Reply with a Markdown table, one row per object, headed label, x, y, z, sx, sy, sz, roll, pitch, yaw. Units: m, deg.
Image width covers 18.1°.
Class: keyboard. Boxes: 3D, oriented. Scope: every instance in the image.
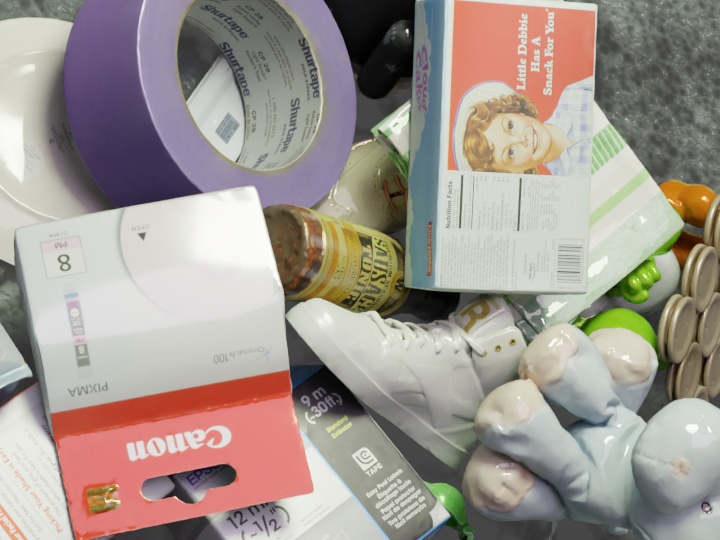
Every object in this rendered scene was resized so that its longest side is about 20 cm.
| label | x | y | z | sx | sy | sz | roll | pitch | yaw |
| --- | --- | --- | --- | --- | --- | --- | --- | --- | --- |
| keyboard | -0.102 | -0.108 | 1.630 | 0.056 | 0.011 | 0.200 | 50 | 50 | -24 |

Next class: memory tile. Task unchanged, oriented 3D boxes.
| label | x | y | z | sx | sy | sz | roll | pitch | yaw |
| --- | --- | --- | --- | --- | --- | --- | --- | --- | --- |
| memory tile | 0.267 | 0.021 | 1.704 | 0.017 | 0.154 | 0.200 | 12 | 53 | 25 |

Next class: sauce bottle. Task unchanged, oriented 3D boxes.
| label | x | y | z | sx | sy | sz | roll | pitch | yaw |
| --- | --- | --- | --- | --- | --- | --- | --- | --- | --- |
| sauce bottle | 0.000 | 0.000 | 1.572 | 0.200 | 0.066 | 0.066 | 13 | 59 | -52 |

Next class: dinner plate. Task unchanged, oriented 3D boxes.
| label | x | y | z | sx | sy | sz | roll | pitch | yaw |
| --- | --- | --- | --- | --- | --- | --- | --- | --- | --- |
| dinner plate | -0.209 | -0.091 | 1.575 | 0.199 | 0.024 | 0.201 | 10 | 64 | -21 |

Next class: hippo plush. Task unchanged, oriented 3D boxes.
| label | x | y | z | sx | sy | sz | roll | pitch | yaw |
| --- | --- | --- | --- | --- | --- | --- | --- | --- | --- |
| hippo plush | 0.173 | 0.146 | 1.521 | 0.159 | 0.161 | 0.201 | -17 | 119 | -32 |

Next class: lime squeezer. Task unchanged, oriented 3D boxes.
| label | x | y | z | sx | sy | sz | roll | pitch | yaw |
| --- | --- | --- | --- | --- | --- | --- | --- | --- | --- |
| lime squeezer | 0.049 | 0.192 | 1.568 | 0.070 | 0.038 | 0.201 | -14 | 76 | -30 |

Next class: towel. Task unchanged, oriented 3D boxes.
| label | x | y | z | sx | sy | sz | roll | pitch | yaw |
| --- | --- | --- | --- | --- | --- | --- | --- | --- | --- |
| towel | 0.120 | -0.064 | 1.599 | 0.152 | 0.023 | 0.200 | -40 | 102 | -13 |

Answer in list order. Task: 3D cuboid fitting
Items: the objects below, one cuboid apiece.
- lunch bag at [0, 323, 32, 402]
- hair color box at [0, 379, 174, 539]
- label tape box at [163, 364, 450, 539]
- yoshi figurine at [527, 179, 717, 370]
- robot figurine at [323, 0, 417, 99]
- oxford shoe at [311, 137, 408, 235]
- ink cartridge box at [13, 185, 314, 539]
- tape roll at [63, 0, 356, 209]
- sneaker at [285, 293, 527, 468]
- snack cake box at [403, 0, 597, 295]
| label | x | y | z | sx | sy | sz | roll | pitch | yaw |
| --- | --- | --- | --- | --- | --- | --- | --- | --- | --- |
| lunch bag | -0.336 | 0.053 | 1.389 | 0.200 | 0.127 | 0.170 | -32 | 86 | -43 |
| hair color box | -0.230 | 0.157 | 1.430 | 0.200 | 0.064 | 0.111 | -36 | 86 | -35 |
| label tape box | -0.059 | 0.136 | 1.512 | 0.143 | 0.066 | 0.200 | -35 | 82 | -30 |
| yoshi figurine | 0.208 | 0.026 | 1.682 | 0.112 | 0.112 | 0.200 | 50 | 59 | -6 |
| robot figurine | 0.032 | -0.212 | 1.641 | 0.150 | 0.200 | 0.125 | -31 | 77 | -41 |
| oxford shoe | 0.035 | -0.068 | 1.625 | 0.200 | 0.074 | 0.071 | -28 | 100 | -9 |
| ink cartridge box | -0.124 | 0.055 | 1.441 | 0.162 | 0.057 | 0.201 | -10 | 66 | -12 |
| tape roll | -0.102 | -0.125 | 1.568 | 0.200 | 0.085 | 0.201 | 14 | 70 | -43 |
| sneaker | 0.043 | 0.046 | 1.545 | 0.200 | 0.116 | 0.074 | 38 | 11 | -43 |
| snack cake box | 0.095 | -0.085 | 1.544 | 0.115 | 0.067 | 0.201 | 2 | 91 | -17 |
